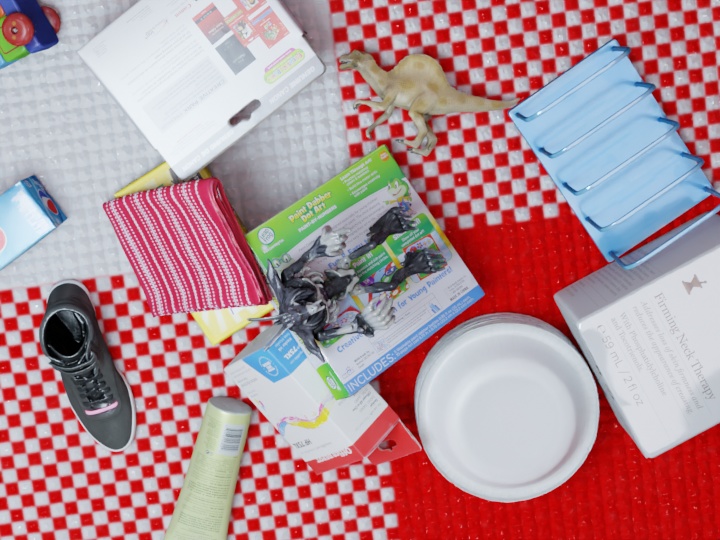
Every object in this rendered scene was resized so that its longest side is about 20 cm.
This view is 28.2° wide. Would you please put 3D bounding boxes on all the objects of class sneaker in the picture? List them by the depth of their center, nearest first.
[{"bbox_3d":[-0.299,0.114,1.552,0.071,0.099,0.200,-17,100,1],"label":"sneaker"}]

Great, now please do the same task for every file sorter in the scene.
[{"bbox_3d":[0.272,-0.121,1.502,0.139,0.123,0.200,-35,97,5],"label":"file sorter"}]

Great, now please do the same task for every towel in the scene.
[{"bbox_3d":[-0.184,-0.020,1.497,0.200,0.022,0.145,-8,111,46],"label":"towel"}]

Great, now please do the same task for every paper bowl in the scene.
[{"bbox_3d":[0.159,0.152,1.557,0.200,0.104,0.201,0,100,1],"label":"paper bowl"}]

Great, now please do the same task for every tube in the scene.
[{"bbox_3d":[-0.170,0.240,1.602,0.058,0.052,0.200,24,106,38],"label":"tube"}]

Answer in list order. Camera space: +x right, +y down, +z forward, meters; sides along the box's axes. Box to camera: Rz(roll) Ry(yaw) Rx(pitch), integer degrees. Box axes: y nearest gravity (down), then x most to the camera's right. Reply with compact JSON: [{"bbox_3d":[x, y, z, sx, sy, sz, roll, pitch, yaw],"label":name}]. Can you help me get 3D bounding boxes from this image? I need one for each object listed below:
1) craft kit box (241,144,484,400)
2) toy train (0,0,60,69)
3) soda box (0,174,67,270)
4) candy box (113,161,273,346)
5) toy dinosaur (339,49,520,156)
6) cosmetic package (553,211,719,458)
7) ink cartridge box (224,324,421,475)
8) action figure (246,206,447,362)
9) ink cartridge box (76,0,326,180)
[{"bbox_3d":[0.000,0.000,1.506,0.200,0.049,0.198,-34,95,-26],"label":"craft kit box"},{"bbox_3d":[-0.413,-0.301,1.499,0.116,0.085,0.200,-27,99,18],"label":"toy train"},{"bbox_3d":[-0.417,-0.018,1.546,0.200,0.068,0.064,-35,98,5],"label":"soda box"},{"bbox_3d":[-0.172,-0.026,1.566,0.102,0.026,0.200,-32,98,9],"label":"candy box"},{"bbox_3d":[0.067,-0.176,1.520,0.200,0.058,0.101,17,88,-2],"label":"toy dinosaur"},{"bbox_3d":[0.336,0.062,1.509,0.200,0.166,0.167,-29,98,4],"label":"cosmetic package"},{"bbox_3d":[-0.040,0.148,1.543,0.200,0.116,0.067,49,58,-6],"label":"ink cartridge box"},{"bbox_3d":[-0.014,0.009,1.421,0.200,0.102,0.119,-34,93,-29],"label":"action figure"},{"bbox_3d":[-0.161,-0.221,1.504,0.200,0.084,0.176,-36,97,6],"label":"ink cartridge box"}]
